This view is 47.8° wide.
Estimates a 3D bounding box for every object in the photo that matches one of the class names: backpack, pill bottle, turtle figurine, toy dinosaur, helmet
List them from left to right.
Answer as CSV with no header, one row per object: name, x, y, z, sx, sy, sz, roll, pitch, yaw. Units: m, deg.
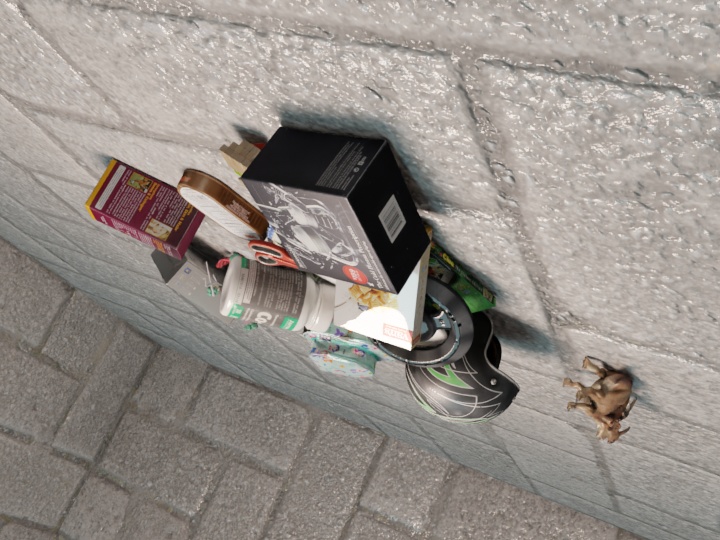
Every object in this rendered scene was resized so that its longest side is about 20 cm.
turtle figurine,-0.257,0.033,1.829,0.149,0.101,0.200,-16,121,15
pill bottle,-0.152,0.049,1.514,0.200,0.113,0.113,14,167,-16
backpack,-0.013,0.144,1.711,0.200,0.151,0.178,2,160,9
helmet,0.180,0.179,1.449,0.200,0.191,0.200,-1,157,0
toy dinosaur,0.441,0.222,1.437,0.135,0.086,0.200,15,146,0

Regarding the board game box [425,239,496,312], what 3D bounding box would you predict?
board game box,0.120,0.015,1.308,0.105,0.023,0.200,-21,135,35

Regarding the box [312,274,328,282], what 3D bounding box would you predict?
box,-0.123,0.040,1.770,0.110,0.035,0.200,25,163,1

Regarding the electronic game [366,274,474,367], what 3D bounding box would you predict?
electronic game,0.088,0.082,1.326,0.200,0.042,0.200,12,131,15

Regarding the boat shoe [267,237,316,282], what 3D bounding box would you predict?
boat shoe,-0.124,-0.002,1.595,0.066,0.072,0.200,-15,132,8

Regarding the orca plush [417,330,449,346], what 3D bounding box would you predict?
orca plush,0.061,0.080,1.408,0.200,0.071,0.105,1,115,20

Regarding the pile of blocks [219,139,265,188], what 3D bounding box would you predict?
pile of blocks,-0.130,-0.134,1.233,0.082,0.062,0.200,25,160,47

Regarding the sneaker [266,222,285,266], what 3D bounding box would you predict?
sneaker,-0.114,-0.047,1.435,0.085,0.077,0.200,20,163,5

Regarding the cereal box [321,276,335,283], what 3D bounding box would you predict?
cereal box,0.000,0.000,1.434,0.144,0.040,0.200,27,163,-17

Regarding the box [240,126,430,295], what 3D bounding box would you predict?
box,-0.029,-0.081,1.101,0.182,0.104,0.200,14,149,36

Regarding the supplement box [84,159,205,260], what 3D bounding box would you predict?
supplement box,-0.419,-0.118,1.594,0.200,0.111,0.086,26,164,0

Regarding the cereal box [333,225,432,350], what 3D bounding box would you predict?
cereal box,0.031,0.012,1.253,0.144,0.040,0.200,16,118,25

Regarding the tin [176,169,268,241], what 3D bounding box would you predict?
tin,-0.250,-0.114,1.492,0.200,0.042,0.112,38,163,-37

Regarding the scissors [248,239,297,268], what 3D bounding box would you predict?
scissors,-0.099,-0.011,1.406,0.200,0.014,0.073,16,151,9

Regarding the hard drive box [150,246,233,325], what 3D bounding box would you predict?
hard drive box,-0.378,0.019,1.907,0.200,0.077,0.156,39,-176,-38
